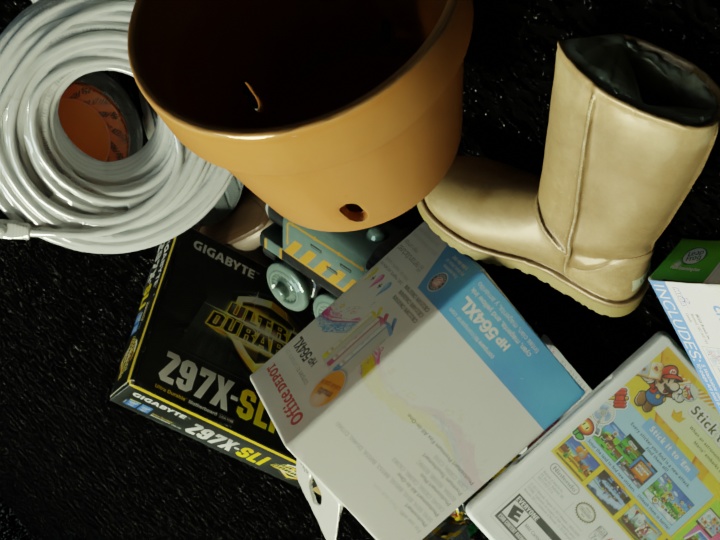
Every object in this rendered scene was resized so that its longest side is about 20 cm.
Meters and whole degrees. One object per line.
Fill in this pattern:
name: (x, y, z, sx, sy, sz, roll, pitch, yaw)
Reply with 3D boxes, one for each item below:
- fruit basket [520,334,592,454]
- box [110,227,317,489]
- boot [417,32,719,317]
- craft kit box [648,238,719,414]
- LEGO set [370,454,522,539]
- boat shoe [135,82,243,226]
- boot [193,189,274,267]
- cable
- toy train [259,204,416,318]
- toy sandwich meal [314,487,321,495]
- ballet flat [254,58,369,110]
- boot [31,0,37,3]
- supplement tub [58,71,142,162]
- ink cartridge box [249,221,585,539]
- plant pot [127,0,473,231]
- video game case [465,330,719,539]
fruit basket: (0.187, 0.155, 1.098, 0.200, 0.093, 0.185, 55, 158, 18)
box: (-0.097, 0.074, 1.217, 0.199, 0.160, 0.049, 29, 146, -21)
boot: (0.118, -0.071, 0.862, 0.174, 0.066, 0.200, 25, 151, 14)
craft kit box: (0.289, 0.074, 0.836, 0.197, 0.049, 0.200, 10, 138, 55)
LEGO set: (0.083, 0.233, 1.093, 0.116, 0.154, 0.201, -2, 123, 49)
boat shoe: (-0.143, -0.127, 1.193, 0.067, 0.073, 0.201, 52, 158, 38)
boot: (-0.098, 0.001, 1.318, 0.146, 0.070, 0.200, 49, 154, -26)
cable: (-0.188, -0.110, 1.070, 0.199, 0.201, 0.069, 14, -164, -15)
toy train: (0.000, 0.000, 1.140, 0.200, 0.085, 0.114, 34, 140, 29)
toy sandwich meal: (-0.036, 0.159, 1.455, 0.205, 0.070, 0.206, 31, 151, 19)
ballet flat: (-0.045, -0.106, 1.035, 0.067, 0.068, 0.200, 17, 155, -11)
boot: (-0.263, -0.260, 1.170, 0.095, 0.073, 0.201, 8, 128, 62)
supplement tub: (-0.245, -0.118, 1.204, 0.123, 0.122, 0.200, 53, 180, -16)
ink cartridge box: (0.026, 0.089, 1.003, 0.125, 0.200, 0.129, 49, 180, -23)
plant pot: (-0.019, -0.117, 0.858, 0.200, 0.200, 0.140, 28, 160, 33)
video game case: (0.203, 0.174, 0.975, 0.200, 0.182, 0.023, 47, -176, -4)
